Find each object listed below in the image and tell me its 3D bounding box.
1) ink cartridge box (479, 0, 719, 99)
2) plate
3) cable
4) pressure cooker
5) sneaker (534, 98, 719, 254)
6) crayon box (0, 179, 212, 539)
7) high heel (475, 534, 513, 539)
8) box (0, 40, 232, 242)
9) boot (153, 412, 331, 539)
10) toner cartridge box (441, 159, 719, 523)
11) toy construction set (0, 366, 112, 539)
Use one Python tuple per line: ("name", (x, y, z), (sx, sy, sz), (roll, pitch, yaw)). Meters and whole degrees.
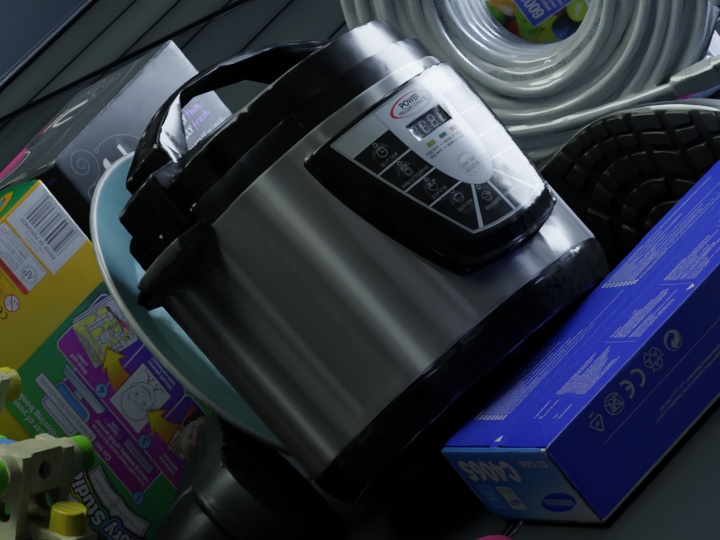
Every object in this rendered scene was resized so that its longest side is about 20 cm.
("ink cartridge box", (0.091, -0.102, 1.536), (0.200, 0.119, 0.042), (-33, 14, 27))
("plate", (-0.054, 0.022, 1.381), (0.026, 0.200, 0.200), (-46, 9, 29))
("cable", (0.088, -0.153, 1.452), (0.200, 0.200, 0.069), (-29, 2, 27))
("pressure cooker", (-0.009, -0.015, 1.286), (0.179, 0.200, 0.176), (-42, -8, 1))
("sneaker", (0.134, -0.052, 1.378), (0.200, 0.076, 0.088), (-23, 15, 49))
("crayon box", (-0.156, 0.067, 1.482), (0.058, 0.200, 0.119), (-18, 25, 54))
("high heel", (-0.008, 0.147, 1.067), (0.067, 0.096, 0.200), (-25, 20, 45))
("box", (-0.102, -0.005, 1.567), (0.106, 0.200, 0.122), (-23, 21, 48))
("boot", (-0.097, 0.153, 1.316), (0.168, 0.076, 0.200), (-46, 2, 5))
("toner cartridge box", (0.131, 0.024, 1.201), (0.200, 0.043, 0.095), (-45, 14, -20))
("toy construction set", (-0.180, 0.148, 1.384), (0.131, 0.201, 0.092), (19, 34, 34))
